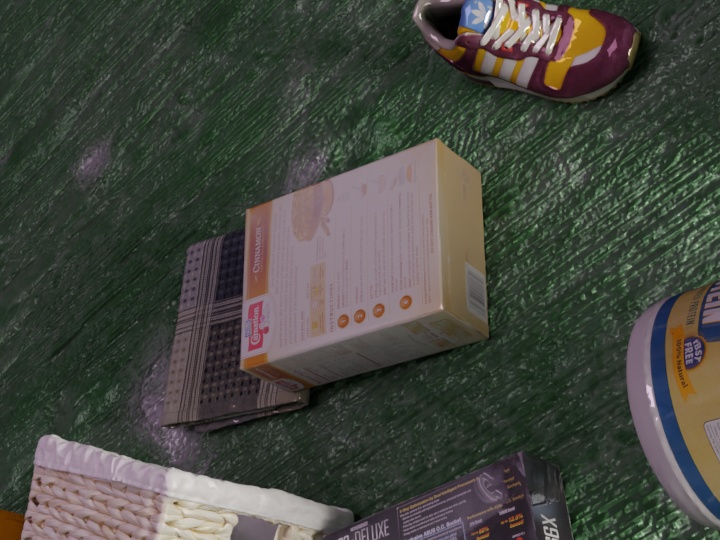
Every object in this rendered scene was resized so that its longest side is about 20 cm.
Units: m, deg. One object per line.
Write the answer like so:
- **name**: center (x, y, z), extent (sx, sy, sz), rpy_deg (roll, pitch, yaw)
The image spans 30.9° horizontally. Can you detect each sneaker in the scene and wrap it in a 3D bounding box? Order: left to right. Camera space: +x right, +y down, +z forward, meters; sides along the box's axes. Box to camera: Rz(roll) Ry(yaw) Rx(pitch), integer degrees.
- **sneaker**: center (0.126, -0.185, 1.039), extent (0.200, 0.090, 0.075), rpy_deg (10, 78, 48)

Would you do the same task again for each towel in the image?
- **towel**: center (-0.105, 0.050, 1.216), extent (0.192, 0.035, 0.201), rpy_deg (-14, 59, 38)

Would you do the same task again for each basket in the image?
- **basket**: center (-0.151, 0.237, 1.039), extent (0.200, 0.198, 0.161), rpy_deg (4, 76, 47)

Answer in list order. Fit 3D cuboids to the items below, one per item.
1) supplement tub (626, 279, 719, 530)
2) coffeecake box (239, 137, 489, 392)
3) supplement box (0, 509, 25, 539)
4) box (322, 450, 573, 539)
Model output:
- **supplement tub**: center (0.268, 0.059, 0.730), extent (0.200, 0.145, 0.145), rpy_deg (-23, 55, 37)
- **coffeecake box**: center (0.000, 0.000, 1.074), extent (0.200, 0.073, 0.154), rpy_deg (-18, 59, 31)
- **supplement box**: center (-0.406, 0.355, 1.338), extent (0.200, 0.073, 0.126), rpy_deg (-45, 44, 21)
- **box**: center (0.063, 0.238, 0.926), extent (0.200, 0.050, 0.158), rpy_deg (-30, 51, 33)
